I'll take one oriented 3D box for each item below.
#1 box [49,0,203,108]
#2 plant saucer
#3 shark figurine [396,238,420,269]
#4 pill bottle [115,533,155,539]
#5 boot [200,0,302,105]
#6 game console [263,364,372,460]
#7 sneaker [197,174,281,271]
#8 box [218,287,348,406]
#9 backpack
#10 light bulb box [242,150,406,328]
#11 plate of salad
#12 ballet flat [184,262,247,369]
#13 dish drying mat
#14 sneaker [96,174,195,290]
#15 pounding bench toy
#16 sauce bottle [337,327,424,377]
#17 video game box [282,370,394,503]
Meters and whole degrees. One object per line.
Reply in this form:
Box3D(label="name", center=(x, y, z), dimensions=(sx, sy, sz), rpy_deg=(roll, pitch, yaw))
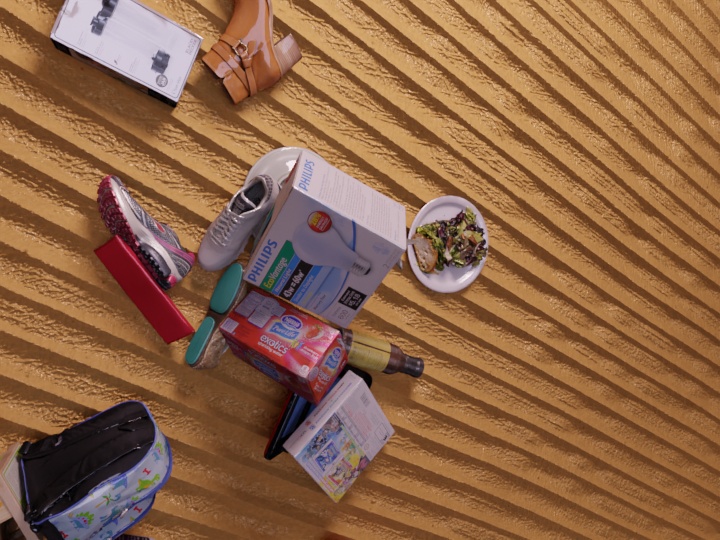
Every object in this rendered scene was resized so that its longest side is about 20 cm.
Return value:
Box3D(label="box", center=(-0.366, -0.363, 0.868), dimensions=(0.197, 0.060, 0.119), rpy_deg=(22, 87, -23))
Box3D(label="plant saucer", center=(-0.118, -0.125, 1.001), dimensions=(0.196, 0.050, 0.205), rpy_deg=(-3, 97, -21))
Box3D(label="shark figurine", center=(0.003, -0.021, 1.034), dimensions=(0.129, 0.214, 0.089), rpy_deg=(49, 32, 3))
Box3D(label="pill bottle", center=(-0.416, 0.501, 0.910), dimensions=(0.197, 0.112, 0.114), rpy_deg=(21, 88, -22))
Box3D(label="boot", center=(-0.211, -0.402, 0.929), dimensions=(0.154, 0.077, 0.201), rpy_deg=(-38, 115, -10))
Box3D(label="game console", center=(-0.073, 0.270, 1.025), dimensions=(0.117, 0.172, 0.203), rpy_deg=(23, 86, 10))
Box3D(label="sneaker", center=(-0.215, -0.084, 0.926), dimensions=(0.076, 0.080, 0.201), rpy_deg=(40, 95, 3))
Box3D(label="box", center=(-0.129, 0.126, 0.926), dimensions=(0.100, 0.198, 0.096), rpy_deg=(-51, 149, -28))
Box3D(label="backpack", center=(-0.403, 0.318, 0.866), dimensions=(0.198, 0.183, 0.149), rpy_deg=(-29, 129, -20))
Box3D(label="light bulb box", center=(-0.058, -0.046, 0.889), dimensions=(0.197, 0.126, 0.199), rpy_deg=(26, 124, -15))
Box3D(label="plate of salad", center=(0.190, -0.053, 1.135), dimensions=(0.196, 0.048, 0.205), rpy_deg=(-2, 96, -22))
Box3D(label="ballet flat", center=(-0.243, 0.084, 0.973), dimensions=(0.065, 0.070, 0.202), rpy_deg=(31, 86, -48))
Box3D(label="dish drying mat", center=(-0.361, 0.034, 0.913), dimensions=(0.202, 0.076, 0.018), rpy_deg=(58, 35, -17))
Box3D(label="sneaker", center=(-0.358, -0.067, 0.902), dimensions=(0.075, 0.080, 0.202), rpy_deg=(-46, 114, -40))
Box3D(label="pounding bench toy", center=(-0.591, 0.339, 0.815), dimensions=(0.154, 0.124, 0.203), rpy_deg=(-25, 104, -17))
Box3D(label="sauce bottle", center=(0.037, 0.171, 1.087), dimensions=(0.197, 0.065, 0.066), rpy_deg=(23, 87, -22))
Box3D(label="video game box", center=(-0.034, 0.319, 1.035), dimensions=(0.182, 0.046, 0.202), rpy_deg=(-47, 135, -22))
